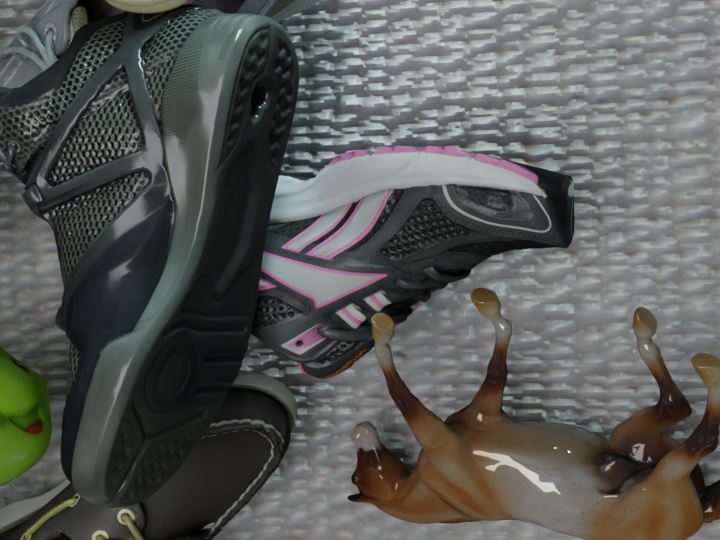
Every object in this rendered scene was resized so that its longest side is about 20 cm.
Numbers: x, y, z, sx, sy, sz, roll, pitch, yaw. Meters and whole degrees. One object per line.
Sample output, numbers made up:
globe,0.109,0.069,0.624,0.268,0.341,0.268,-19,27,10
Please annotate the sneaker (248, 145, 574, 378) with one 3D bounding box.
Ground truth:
sneaker,0.000,0.000,1.096,0.200,0.080,0.086,-6,83,36

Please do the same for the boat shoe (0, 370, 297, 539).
boat shoe,-0.104,0.114,1.160,0.201,0.061,0.072,-36,124,29

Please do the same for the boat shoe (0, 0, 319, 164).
boat shoe,-0.089,-0.103,1.126,0.202,0.065,0.074,-28,87,25

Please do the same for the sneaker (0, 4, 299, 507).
sneaker,-0.100,-0.011,1.071,0.114,0.076,0.200,13,93,31

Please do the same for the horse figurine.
horse figurine,0.084,0.068,1.078,0.200,0.050,0.133,5,132,12

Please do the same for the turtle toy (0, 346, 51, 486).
turtle toy,-0.224,0.065,1.164,0.200,0.146,0.101,9,113,21

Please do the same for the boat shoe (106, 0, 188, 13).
boat shoe,-0.072,-0.200,1.061,0.073,0.063,0.200,6,74,22
